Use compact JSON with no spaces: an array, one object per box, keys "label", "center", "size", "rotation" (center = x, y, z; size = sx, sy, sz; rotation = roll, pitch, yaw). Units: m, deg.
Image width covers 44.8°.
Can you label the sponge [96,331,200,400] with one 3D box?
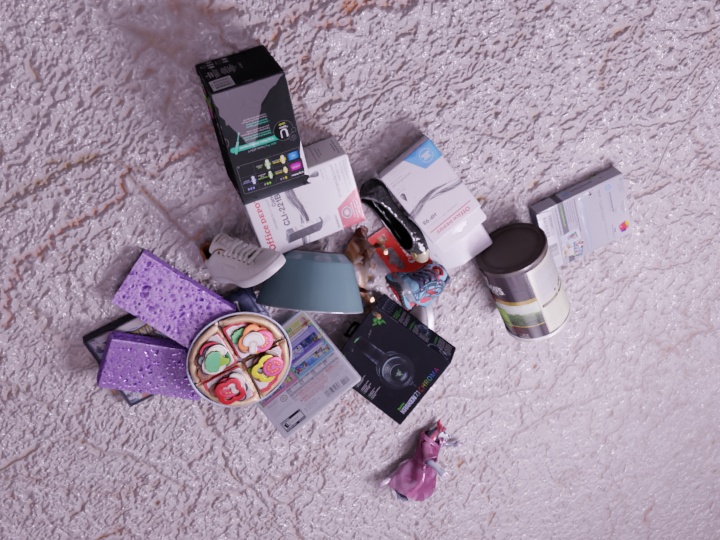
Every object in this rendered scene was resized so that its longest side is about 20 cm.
[{"label":"sponge","center":[-0.382,0.180,1.633],"size":[0.199,0.030,0.112],"rotation":[12,116,-26]}]

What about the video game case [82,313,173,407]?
[{"label":"video game case","center":[-0.391,0.150,1.654],"size":[0.199,0.026,0.181],"rotation":[-26,126,-4]}]

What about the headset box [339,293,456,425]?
[{"label":"headset box","center":[0.058,0.171,1.744],"size":[0.200,0.093,0.174],"rotation":[38,109,2]}]

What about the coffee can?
[{"label":"coffee can","center":[0.334,0.026,1.774],"size":[0.146,0.147,0.200],"rotation":[-30,126,-1]}]

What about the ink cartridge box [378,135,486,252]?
[{"label":"ink cartridge box","center":[0.140,-0.134,1.610],"size":[0.116,0.067,0.200],"rotation":[-39,102,5]}]

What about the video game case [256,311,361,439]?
[{"label":"video game case","center":[-0.130,0.204,1.723],"size":[0.200,0.022,0.182],"rotation":[-39,92,12]}]

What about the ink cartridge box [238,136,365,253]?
[{"label":"ink cartridge box","center":[-0.108,-0.129,1.552],"size":[0.199,0.084,0.145],"rotation":[-22,126,-5]}]

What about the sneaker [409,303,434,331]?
[{"label":"sneaker","center":[0.094,0.145,1.802],"size":[0.084,0.073,0.201],"rotation":[1,121,-24]}]

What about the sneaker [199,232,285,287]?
[{"label":"sneaker","center":[-0.215,-0.023,1.514],"size":[0.073,0.199,0.085],"rotation":[-51,121,-33]}]

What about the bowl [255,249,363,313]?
[{"label":"bowl","center":[-0.089,0.017,1.601],"size":[0.200,0.201,0.106],"rotation":[4,93,-22]}]

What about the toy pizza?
[{"label":"toy pizza","center":[-0.221,0.170,1.613],"size":[0.199,0.032,0.201],"rotation":[-8,115,-16]}]

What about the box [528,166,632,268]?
[{"label":"box","center":[0.457,-0.105,1.806],"size":[0.199,0.041,0.156],"rotation":[-25,126,-3]}]

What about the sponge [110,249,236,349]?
[{"label":"sponge","center":[-0.336,0.062,1.581],"size":[0.200,0.030,0.112],"rotation":[34,100,-15]}]

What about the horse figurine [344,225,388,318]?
[{"label":"horse figurine","center":[0.000,0.000,1.663],"size":[0.050,0.132,0.201],"rotation":[-7,112,-28]}]

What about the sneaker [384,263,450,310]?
[{"label":"sneaker","center":[0.115,0.016,1.669],"size":[0.095,0.079,0.200],"rotation":[-39,168,17]}]

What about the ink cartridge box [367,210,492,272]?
[{"label":"ink cartridge box","center":[0.139,-0.059,1.711],"size":[0.200,0.057,0.163],"rotation":[-38,125,0]}]

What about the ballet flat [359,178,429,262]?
[{"label":"ballet flat","center":[0.060,-0.085,1.625],"size":[0.200,0.066,0.057],"rotation":[50,56,-23]}]

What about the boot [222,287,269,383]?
[{"label":"boot","center":[-0.202,0.128,1.668],"size":[0.090,0.073,0.201],"rotation":[-29,113,-6]}]

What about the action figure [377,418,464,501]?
[{"label":"action figure","center":[0.147,0.426,2.003],"size":[0.148,0.134,0.201],"rotation":[20,103,16]}]

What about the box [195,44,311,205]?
[{"label":"box","center":[-0.174,-0.237,1.421],"size":[0.124,0.149,0.201],"rotation":[-20,125,-9]}]
